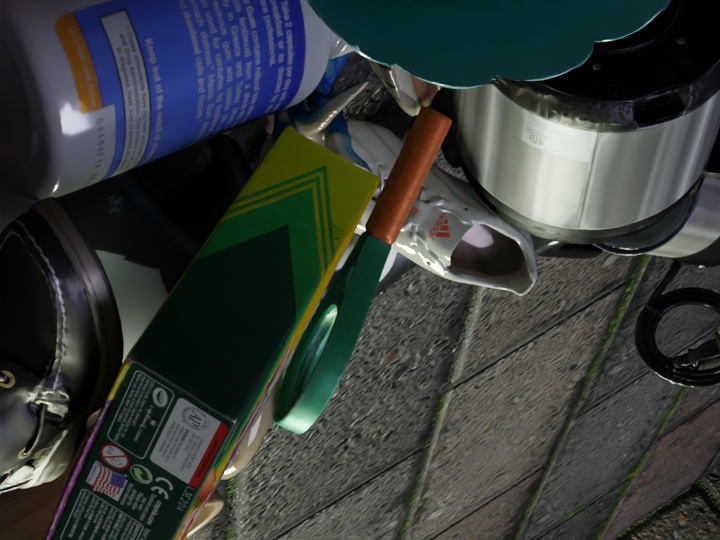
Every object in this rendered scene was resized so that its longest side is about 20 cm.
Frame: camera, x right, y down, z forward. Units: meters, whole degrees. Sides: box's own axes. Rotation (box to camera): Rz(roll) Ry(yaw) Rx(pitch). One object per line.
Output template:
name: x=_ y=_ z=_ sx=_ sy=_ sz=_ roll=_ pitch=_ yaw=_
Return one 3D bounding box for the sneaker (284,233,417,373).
sneaker: x=-0.014 y=0.016 z=1.215 sx=0.199 sy=0.073 sz=0.112 roll=-24 pitch=131 yaw=-9

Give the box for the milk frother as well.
milk frother: x=0.257 y=-0.013 z=1.458 sx=0.180 sy=0.200 sz=0.188 roll=-41 pitch=159 yaw=22

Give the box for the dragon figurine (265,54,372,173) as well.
dragon figurine: x=-0.030 y=-0.090 z=0.948 sx=0.059 sy=0.100 sz=0.200 roll=-8 pitch=164 yaw=-3

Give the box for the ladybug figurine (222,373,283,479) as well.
ladybug figurine: x=-0.092 y=0.037 z=1.057 sx=0.072 sy=0.200 sz=0.136 roll=15 pitch=128 yaw=-18

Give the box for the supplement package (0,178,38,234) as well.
supplement package: x=-0.246 y=0.015 z=0.828 sx=0.200 sy=0.114 sz=0.109 roll=-42 pitch=158 yaw=14

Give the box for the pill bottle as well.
pill bottle: x=-0.084 y=-0.116 z=0.816 sx=0.199 sy=0.112 sz=0.112 roll=-24 pitch=156 yaw=-31

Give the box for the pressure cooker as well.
pressure cooker: x=0.138 y=-0.115 z=1.084 sx=0.178 sy=0.176 sz=0.200 roll=-28 pitch=154 yaw=-14

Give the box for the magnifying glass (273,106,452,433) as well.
magnifying glass: x=0.000 y=0.000 z=1.005 sx=0.201 sy=0.022 sz=0.080 roll=-63 pitch=-169 yaw=2

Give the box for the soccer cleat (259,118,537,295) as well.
soccer cleat: x=0.030 y=-0.041 z=1.108 sx=0.199 sy=0.078 sz=0.069 roll=21 pitch=113 yaw=-27

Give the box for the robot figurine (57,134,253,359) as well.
robot figurine: x=-0.145 y=-0.002 z=0.933 sx=0.200 sy=0.150 sz=0.125 roll=-41 pitch=175 yaw=9

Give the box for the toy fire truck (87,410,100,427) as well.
toy fire truck: x=-0.187 y=0.081 z=1.152 sx=0.199 sy=0.049 sz=0.141 roll=-30 pitch=160 yaw=-17

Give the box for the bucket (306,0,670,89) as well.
bucket: x=0.035 y=-0.185 z=0.713 sx=0.207 sy=0.207 sz=0.135 roll=-38 pitch=-157 yaw=2

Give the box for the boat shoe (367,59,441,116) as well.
boat shoe: x=0.029 y=-0.150 z=0.974 sx=0.072 sy=0.076 sz=0.200 roll=-31 pitch=160 yaw=-3

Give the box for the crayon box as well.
crayon box: x=-0.075 y=0.058 z=0.826 sx=0.173 sy=0.058 sz=0.200 roll=-58 pitch=178 yaw=-46

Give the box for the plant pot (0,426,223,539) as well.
plant pot: x=-0.204 y=0.173 z=1.232 sx=0.200 sy=0.093 sz=0.201 roll=-28 pitch=167 yaw=-7

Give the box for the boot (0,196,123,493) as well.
boot: x=-0.189 y=0.059 z=0.757 sx=0.150 sy=0.073 sz=0.200 roll=-23 pitch=160 yaw=-32
